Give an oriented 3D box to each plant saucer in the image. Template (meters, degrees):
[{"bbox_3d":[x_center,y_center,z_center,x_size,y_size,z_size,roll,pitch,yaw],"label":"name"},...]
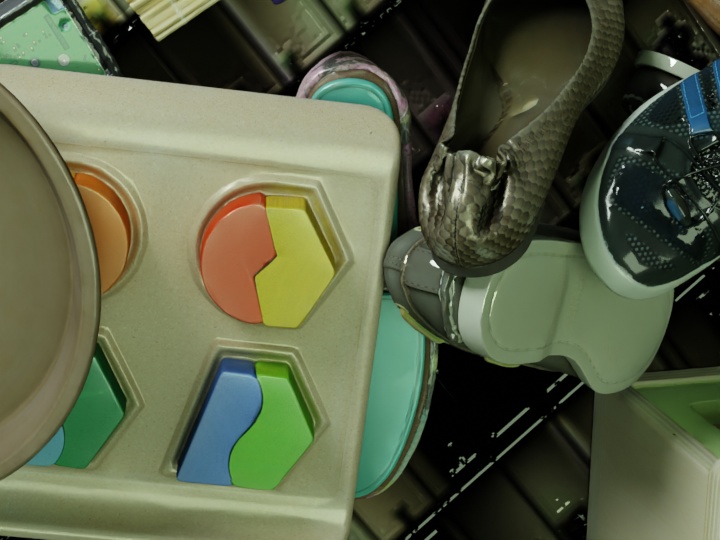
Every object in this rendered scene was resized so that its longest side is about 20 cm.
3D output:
[{"bbox_3d":[-0.195,-0.003,0.719,0.198,0.029,0.202,4,108,11],"label":"plant saucer"}]

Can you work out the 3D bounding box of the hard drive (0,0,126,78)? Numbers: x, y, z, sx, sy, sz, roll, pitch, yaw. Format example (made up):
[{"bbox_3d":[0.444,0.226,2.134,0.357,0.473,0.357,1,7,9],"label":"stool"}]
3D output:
[{"bbox_3d":[-0.137,-0.009,0.784,0.139,0.038,0.201,-34,113,-4],"label":"hard drive"}]

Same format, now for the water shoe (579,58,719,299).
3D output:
[{"bbox_3d":[0.174,-0.067,0.758,0.200,0.079,0.072,-41,95,-16],"label":"water shoe"}]

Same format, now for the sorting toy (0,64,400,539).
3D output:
[{"bbox_3d":[-0.083,0.023,0.752,0.183,0.037,0.202,6,104,-5],"label":"sorting toy"}]

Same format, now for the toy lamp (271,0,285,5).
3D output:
[{"bbox_3d":[-0.073,-0.204,0.723,0.058,0.058,0.201,-35,102,-3],"label":"toy lamp"}]

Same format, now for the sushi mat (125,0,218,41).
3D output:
[{"bbox_3d":[-0.035,-0.192,0.772,0.199,0.012,0.096,-34,112,-5],"label":"sushi mat"}]

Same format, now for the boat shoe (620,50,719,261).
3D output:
[{"bbox_3d":[0.192,-0.027,0.854,0.201,0.072,0.061,38,89,-25],"label":"boat shoe"}]

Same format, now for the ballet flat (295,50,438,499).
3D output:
[{"bbox_3d":[0.000,0.000,0.807,0.068,0.071,0.202,-2,104,3],"label":"ballet flat"}]

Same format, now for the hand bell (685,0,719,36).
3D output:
[{"bbox_3d":[0.240,-0.090,0.857,0.198,0.104,0.105,26,98,-8],"label":"hand bell"}]

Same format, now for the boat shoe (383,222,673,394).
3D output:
[{"bbox_3d":[0.083,0.012,0.808,0.201,0.060,0.073,12,95,-57],"label":"boat shoe"}]

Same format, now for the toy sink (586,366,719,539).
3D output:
[{"bbox_3d":[0.203,0.122,0.833,0.129,0.200,0.113,-3,107,-14],"label":"toy sink"}]

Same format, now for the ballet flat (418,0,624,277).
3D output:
[{"bbox_3d":[0.067,-0.082,0.753,0.067,0.201,0.047,4,138,24],"label":"ballet flat"}]
